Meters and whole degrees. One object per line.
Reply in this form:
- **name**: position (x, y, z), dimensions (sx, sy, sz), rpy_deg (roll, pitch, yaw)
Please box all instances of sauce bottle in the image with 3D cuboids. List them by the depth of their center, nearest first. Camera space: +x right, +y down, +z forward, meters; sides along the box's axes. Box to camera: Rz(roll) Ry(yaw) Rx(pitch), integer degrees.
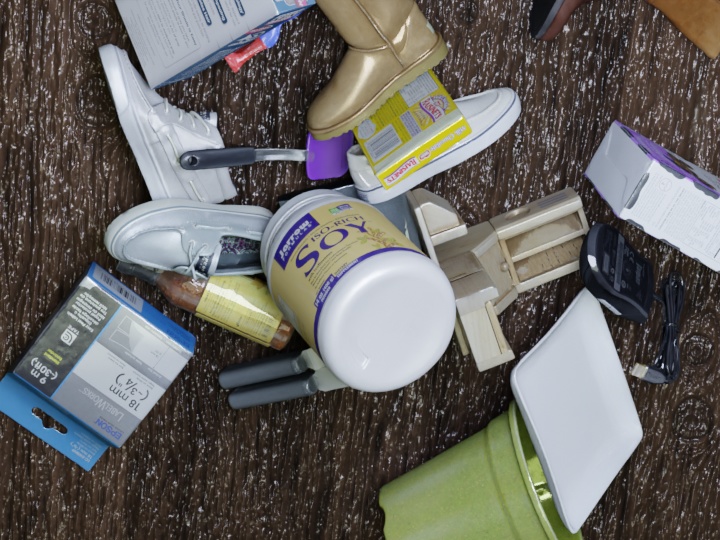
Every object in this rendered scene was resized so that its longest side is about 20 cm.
- **sauce bottle**: position (-0.161, 0.019, 1.616), dimensions (0.198, 0.066, 0.067), rpy_deg (25, 103, -11)

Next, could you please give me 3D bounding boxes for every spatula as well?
- **spatula**: position (-0.094, -0.118, 1.570), dimensions (0.198, 0.021, 0.057), rpy_deg (-6, 107, -24)

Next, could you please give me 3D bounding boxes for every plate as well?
- **plate**: position (0.230, 0.147, 1.651), dimensions (0.032, 0.199, 0.202), rpy_deg (-7, 113, 39)

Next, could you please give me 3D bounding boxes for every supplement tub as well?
- **supplement tub**: position (-0.008, 0.014, 1.508), dimensions (0.144, 0.200, 0.147), rpy_deg (-12, 120, -22)

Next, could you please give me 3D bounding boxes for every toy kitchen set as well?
- **toy kitchen set**: position (0.155, -0.032, 1.560), dimensions (0.178, 0.200, 0.165), rpy_deg (-21, 108, 1)

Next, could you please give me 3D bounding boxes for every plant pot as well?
- **plant pot**: position (0.126, 0.267, 1.667), dimensions (0.182, 0.201, 0.202), rpy_deg (-23, 108, 13)

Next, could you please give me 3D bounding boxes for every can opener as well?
- **can opener**: position (-0.061, 0.106, 1.633), dimensions (0.198, 0.067, 0.053), rpy_deg (-16, 107, 28)

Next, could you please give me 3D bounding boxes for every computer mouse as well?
- **computer mouse**: position (0.280, 0.043, 1.617), dimensions (0.199, 0.046, 0.142), rpy_deg (28, 61, -44)

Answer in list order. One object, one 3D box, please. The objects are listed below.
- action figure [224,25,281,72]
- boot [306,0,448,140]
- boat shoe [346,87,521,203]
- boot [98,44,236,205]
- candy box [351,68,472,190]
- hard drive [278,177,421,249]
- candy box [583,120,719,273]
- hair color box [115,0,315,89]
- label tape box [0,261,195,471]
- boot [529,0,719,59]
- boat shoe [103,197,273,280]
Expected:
- **action figure**: position (-0.072, -0.298, 1.528), dimensions (0.199, 0.065, 0.099), rpy_deg (-33, 116, 5)
- **boot**: position (-0.028, -0.253, 1.494), dimensions (0.174, 0.066, 0.201), rpy_deg (-37, 119, 1)
- **boat shoe**: position (0.074, -0.147, 1.570), dimensions (0.198, 0.071, 0.070), rpy_deg (-29, 119, -7)
- **boot**: position (-0.195, -0.151, 1.567), dimensions (0.095, 0.074, 0.202), rpy_deg (-22, 116, -5)
- **candy box**: position (0.040, -0.155, 1.513), dimensions (0.102, 0.201, 0.027), rpy_deg (-32, 119, 5)
- **hard drive**: position (0.000, 0.000, 1.643), dimensions (0.138, 0.033, 0.203), rpy_deg (-13, 107, -1)
- **candy box**: position (0.348, -0.063, 1.585), dimensions (0.198, 0.168, 0.072), rpy_deg (27, 105, -13)
- **hair color box**: position (-0.143, -0.260, 1.469), dimensions (0.199, 0.060, 0.101), rpy_deg (-21, 93, 43)
- **label tape box**: position (-0.292, 0.115, 1.634), dimensions (0.144, 0.063, 0.201), rpy_deg (37, 100, -14)
- **boot**: position (0.294, -0.281, 1.584), dimensions (0.199, 0.068, 0.190), rpy_deg (30, 95, -21)
- **boat shoe**: position (-0.161, -0.027, 1.561), dimensions (0.199, 0.072, 0.071), rpy_deg (-2, 127, -32)
